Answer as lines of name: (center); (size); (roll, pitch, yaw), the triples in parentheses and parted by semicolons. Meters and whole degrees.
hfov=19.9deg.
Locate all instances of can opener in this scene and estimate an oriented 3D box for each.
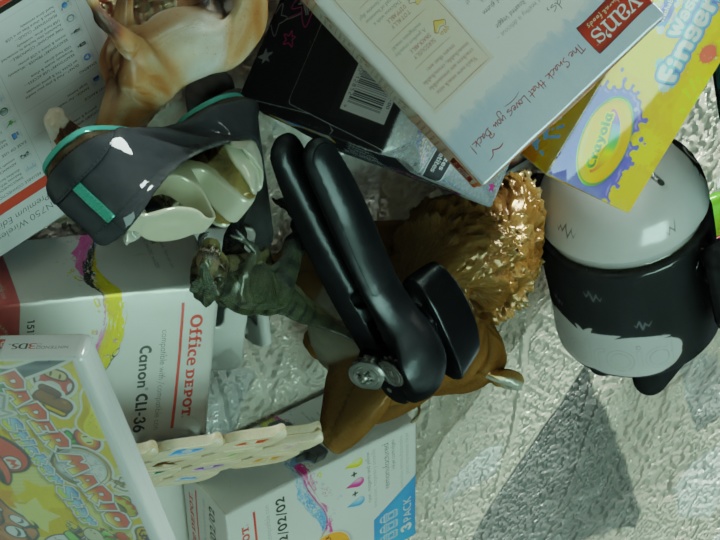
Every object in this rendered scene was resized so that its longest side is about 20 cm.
can opener: (0.000, 0.000, 1.219); (0.200, 0.063, 0.079); (57, 49, -29)
can opener: (-0.086, -0.029, 1.284); (0.066, 0.053, 0.201); (-23, 133, -27)

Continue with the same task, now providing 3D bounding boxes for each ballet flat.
ballet flat: (-0.097, -0.049, 1.118); (0.200, 0.073, 0.073); (-22, 139, -63)

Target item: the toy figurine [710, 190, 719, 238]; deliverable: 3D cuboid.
toy figurine: (0.372, -0.003, 1.599); (0.199, 0.184, 0.151); (-21, 132, -27)

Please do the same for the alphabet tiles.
alphabet tiles: (-0.129, 0.119, 1.284); (0.199, 0.015, 0.196); (-6, 169, -20)

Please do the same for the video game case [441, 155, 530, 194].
video game case: (0.127, -0.160, 1.392); (0.200, 0.023, 0.182); (-31, 136, -20)

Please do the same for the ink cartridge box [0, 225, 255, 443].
ink cartridge box: (-0.153, 0.042, 1.236); (0.199, 0.068, 0.117); (-7, 126, -21)

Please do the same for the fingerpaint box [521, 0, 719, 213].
fingerpaint box: (0.151, -0.161, 1.250); (0.073, 0.167, 0.200); (23, 103, -32)

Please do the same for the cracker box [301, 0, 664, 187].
cracker box: (0.045, -0.161, 1.098); (0.134, 0.200, 0.058); (-42, -179, -2)

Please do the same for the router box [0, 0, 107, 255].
router box: (-0.230, -0.084, 1.121); (0.200, 0.049, 0.180); (-34, 137, -16)

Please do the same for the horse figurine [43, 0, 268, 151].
horse figurine: (-0.101, -0.143, 1.133); (0.200, 0.050, 0.133); (-41, 137, -39)

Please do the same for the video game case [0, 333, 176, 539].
video game case: (-0.212, 0.114, 1.183); (0.023, 0.181, 0.200); (-75, 157, -45)

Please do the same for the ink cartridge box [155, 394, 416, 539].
ink cartridge box: (-0.059, 0.170, 1.447); (0.200, 0.068, 0.115); (-24, 133, -25)

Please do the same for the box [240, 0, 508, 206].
box: (0.043, -0.158, 1.209); (0.115, 0.132, 0.201); (22, 91, -49)

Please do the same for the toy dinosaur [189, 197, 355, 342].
toy dinosaur: (-0.055, -0.008, 1.221); (0.047, 0.088, 0.200); (-14, 162, 27)

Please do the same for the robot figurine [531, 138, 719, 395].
robot figurine: (0.191, -0.008, 1.444); (0.150, 0.125, 0.200); (-9, 132, 8)

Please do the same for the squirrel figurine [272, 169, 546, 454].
squirrel figurine: (0.058, 0.026, 1.377); (0.200, 0.142, 0.186); (-43, 149, 17)

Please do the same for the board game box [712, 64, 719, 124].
board game box: (0.257, -0.124, 1.398); (0.028, 0.201, 0.135); (-6, 149, 8)
